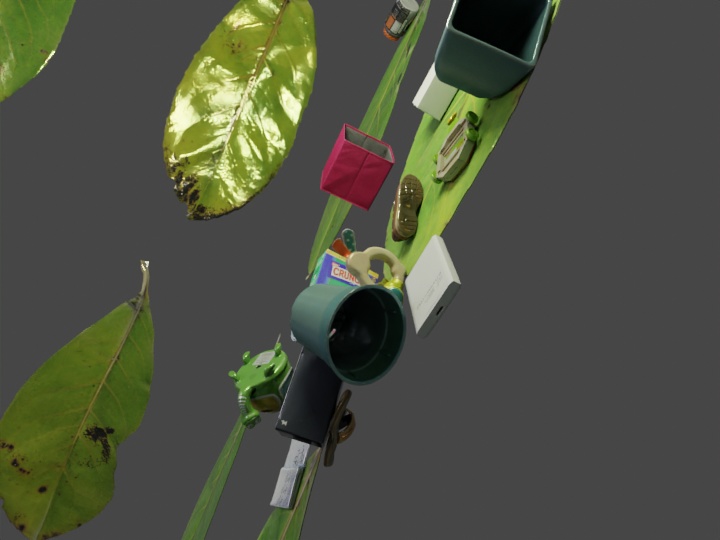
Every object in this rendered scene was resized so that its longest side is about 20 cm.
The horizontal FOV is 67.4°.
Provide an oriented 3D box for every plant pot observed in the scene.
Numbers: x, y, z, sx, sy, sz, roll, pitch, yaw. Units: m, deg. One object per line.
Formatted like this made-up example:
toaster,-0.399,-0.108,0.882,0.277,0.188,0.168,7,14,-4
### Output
plant pot,-0.040,0.114,1.138,0.195,0.199,0.202,13,79,53
plant pot,0.263,-0.491,1.169,0.200,0.194,0.198,126,164,-70

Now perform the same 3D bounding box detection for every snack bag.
snack bag,-0.187,0.541,1.470,0.188,0.021,0.202,-41,29,61

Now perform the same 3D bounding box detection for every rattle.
rattle,0.000,0.000,1.290,0.131,0.198,0.143,-69,15,-14

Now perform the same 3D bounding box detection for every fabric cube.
fabric cube,-0.013,-0.371,1.938,0.201,0.198,0.197,-61,16,26

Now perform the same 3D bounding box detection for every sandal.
sandal,-0.040,0.349,1.190,0.080,0.053,0.202,-69,-8,-70

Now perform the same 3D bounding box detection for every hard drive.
hard drive,0.141,0.027,1.089,0.133,0.026,0.201,-60,16,24

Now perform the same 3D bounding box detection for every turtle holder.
turtle holder,-0.223,0.275,1.284,0.140,0.133,0.186,-23,22,-3

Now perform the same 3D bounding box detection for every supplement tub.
supplement tub,0.203,-1.289,2.764,0.200,0.122,0.124,-47,24,52

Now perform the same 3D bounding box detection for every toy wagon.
toy wagon,0.226,-0.303,1.282,0.155,0.039,0.201,-51,20,46

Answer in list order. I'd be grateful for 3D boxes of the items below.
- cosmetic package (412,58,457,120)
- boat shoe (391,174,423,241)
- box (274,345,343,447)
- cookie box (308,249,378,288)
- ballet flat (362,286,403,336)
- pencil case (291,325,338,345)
cosmetic package,0.235,-0.544,1.538,0.201,0.084,0.108,-61,15,23
boat shoe,0.113,-0.163,1.401,0.068,0.071,0.202,-42,30,53
box,-0.111,0.303,1.280,0.200,0.116,0.199,99,-171,-69
cookie box,-0.056,0.072,1.442,0.075,0.170,0.202,-39,30,54
ballet flat,0.039,0.129,1.233,0.067,0.066,0.202,151,142,-88
pencil case,-0.069,0.157,1.297,0.083,0.199,0.092,-34,38,47
